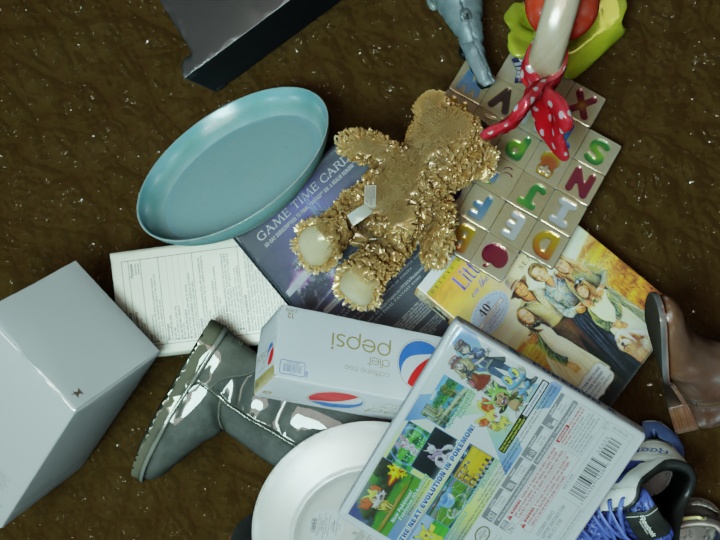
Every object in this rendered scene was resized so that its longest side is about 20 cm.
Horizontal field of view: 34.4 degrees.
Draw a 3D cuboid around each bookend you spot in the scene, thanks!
[{"bbox_3d":[-0.120,-0.309,1.080,0.199,0.092,0.200,-34,84,10],"label":"bookend"}]

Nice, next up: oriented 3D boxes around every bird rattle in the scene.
[{"bbox_3d":[0.157,-0.203,0.983,0.111,0.201,0.165,20,134,14],"label":"bird rattle"}]

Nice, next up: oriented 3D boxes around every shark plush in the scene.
[{"bbox_3d":[0.073,-0.262,1.050,0.089,0.083,0.204,-6,90,10],"label":"shark plush"}]

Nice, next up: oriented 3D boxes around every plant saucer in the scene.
[{"bbox_3d":[-0.112,-0.091,1.055,0.198,0.201,0.028,-25,128,10],"label":"plant saucer"}]

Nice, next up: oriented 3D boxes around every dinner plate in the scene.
[{"bbox_3d":[0.004,0.228,1.016,0.197,0.024,0.204,-2,106,-6],"label":"dinner plate"}]

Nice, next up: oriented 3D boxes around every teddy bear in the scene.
[{"bbox_3d":[0.030,-0.059,1.013,0.143,0.067,0.202,24,83,15],"label":"teddy bear"}]

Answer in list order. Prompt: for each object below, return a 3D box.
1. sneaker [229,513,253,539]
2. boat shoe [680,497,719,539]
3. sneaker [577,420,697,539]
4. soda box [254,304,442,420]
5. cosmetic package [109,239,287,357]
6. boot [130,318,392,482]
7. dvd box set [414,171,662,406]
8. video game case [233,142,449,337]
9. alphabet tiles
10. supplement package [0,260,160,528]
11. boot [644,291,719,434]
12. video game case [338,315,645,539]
[{"bbox_3d":[-0.023,0.249,1.093,0.197,0.074,0.088,-19,125,-1],"label":"sneaker"},{"bbox_3d":[0.236,0.267,1.041,0.198,0.059,0.073,-27,87,9],"label":"boat shoe"},{"bbox_3d":[0.207,0.207,0.999,0.198,0.115,0.081,-32,100,-1],"label":"sneaker"},{"bbox_3d":[0.012,0.087,0.998,0.197,0.068,0.065,13,66,-17],"label":"soda box"},{"bbox_3d":[-0.127,0.022,1.095,0.197,0.073,0.105,-6,90,10],"label":"cosmetic package"},{"bbox_3d":[-0.089,0.160,1.050,0.198,0.073,0.183,31,108,-7],"label":"boot"},{"bbox_3d":[0.168,0.028,1.044,0.199,0.029,0.147,41,77,7],"label":"dvd box set"},{"bbox_3d":[0.000,0.000,1.048,0.143,0.019,0.201,-42,100,-15],"label":"video game case"},{"bbox_3d":[0.133,-0.097,1.050,0.165,0.006,0.202,30,78,8],"label":"alphabet tiles"},{"bbox_3d":[-0.295,0.114,1.063,0.121,0.120,0.200,45,128,7],"label":"supplement package"},{"bbox_3d":[0.347,0.056,0.977,0.197,0.187,0.065,-16,49,13],"label":"boot"},{"bbox_3d":[0.106,0.167,0.960,0.181,0.022,0.202,30,106,-1],"label":"video game case"}]
